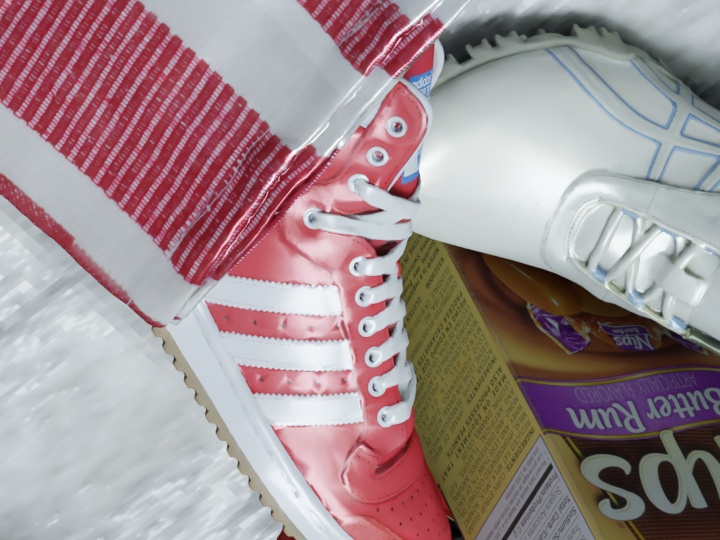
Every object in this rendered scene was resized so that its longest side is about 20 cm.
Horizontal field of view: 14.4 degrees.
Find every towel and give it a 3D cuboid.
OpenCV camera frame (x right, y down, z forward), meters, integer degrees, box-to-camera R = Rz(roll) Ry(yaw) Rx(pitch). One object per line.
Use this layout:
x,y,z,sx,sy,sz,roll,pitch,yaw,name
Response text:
-0.044,-0.096,0.767,0.144,0.023,0.200,41,109,-5,towel

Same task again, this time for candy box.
0.088,0.070,0.896,0.116,0.200,0.057,11,125,-31,candy box

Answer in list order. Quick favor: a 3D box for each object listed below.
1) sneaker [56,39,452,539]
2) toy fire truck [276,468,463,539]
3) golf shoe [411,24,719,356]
0.000,0.000,0.840,0.112,0.071,0.200,-30,107,13,sneaker
0.075,0.133,0.968,0.199,0.168,0.112,10,125,-30,toy fire truck
0.096,-0.018,0.896,0.199,0.097,0.079,4,129,-25,golf shoe
